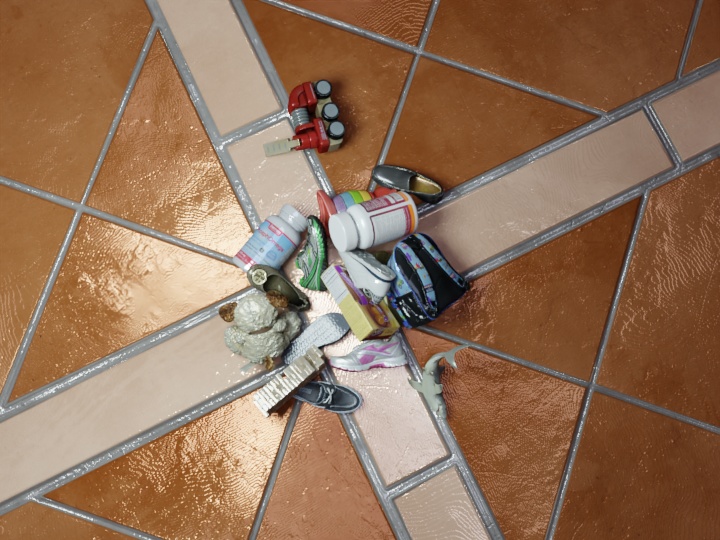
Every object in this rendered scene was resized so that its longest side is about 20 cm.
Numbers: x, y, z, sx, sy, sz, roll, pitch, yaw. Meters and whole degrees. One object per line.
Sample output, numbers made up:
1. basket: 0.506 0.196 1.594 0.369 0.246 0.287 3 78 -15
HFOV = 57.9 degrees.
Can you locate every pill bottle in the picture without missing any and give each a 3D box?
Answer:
1. pill bottle: -0.222 -0.067 1.643 0.109 0.109 0.200 39 83 3
2. pill bottle: 0.031 -0.115 1.565 0.199 0.110 0.110 -19 83 -23

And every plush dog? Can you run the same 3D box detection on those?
1. plush dog: -0.246 0.134 1.565 0.198 0.161 0.173 -15 119 -3

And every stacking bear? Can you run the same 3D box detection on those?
1. stacking bear: 0.002 -0.159 1.664 0.199 0.114 0.122 -17 127 -16

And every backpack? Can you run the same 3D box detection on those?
1. backpack: 0.142 0.019 1.605 0.182 0.134 0.201 -34 90 -39

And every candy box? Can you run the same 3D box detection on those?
1. candy box: -0.001 0.076 1.598 0.056 0.116 0.201 -45 63 29

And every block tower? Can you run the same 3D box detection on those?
1. block tower: -0.169 0.267 1.570 0.200 0.058 0.054 -41 70 -13

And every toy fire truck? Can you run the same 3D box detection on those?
1. toy fire truck: -0.160 -0.380 1.694 0.199 0.129 0.177 -16 83 -14

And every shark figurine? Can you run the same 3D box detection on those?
1. shark figurine: 0.198 0.248 1.620 0.128 0.216 0.089 33 40 31

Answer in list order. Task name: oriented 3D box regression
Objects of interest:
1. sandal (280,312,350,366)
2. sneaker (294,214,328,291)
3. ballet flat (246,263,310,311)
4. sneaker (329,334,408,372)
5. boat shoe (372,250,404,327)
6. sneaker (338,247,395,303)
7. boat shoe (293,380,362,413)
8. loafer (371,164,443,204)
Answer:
1. sandal: -0.114 0.171 1.654 0.199 0.043 0.076 -32 77 4
2. sneaker: -0.125 -0.041 1.631 0.084 0.078 0.202 1 109 2
3. ballet flat: -0.197 0.048 1.605 0.200 0.046 0.068 39 88 -36
4. sneaker: 0.017 0.207 1.634 0.198 0.081 0.089 -5 81 -10
5. boat shoe: 0.064 0.052 1.666 0.073 0.063 0.202 -17 88 -41
6. sneaker: 0.000 0.000 1.576 0.076 0.200 0.081 4 116 -38
7. boat shoe: -0.091 0.308 1.617 0.198 0.068 0.072 17 82 1
8. loafer: 0.125 -0.235 1.694 0.198 0.072 0.073 16 83 1
